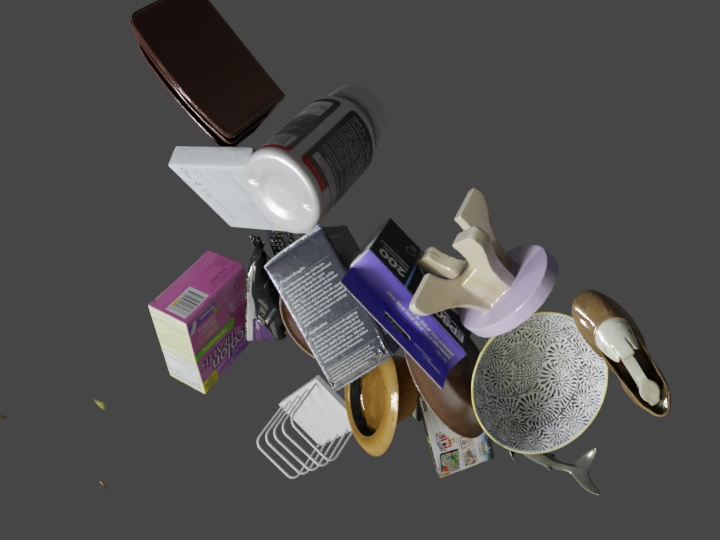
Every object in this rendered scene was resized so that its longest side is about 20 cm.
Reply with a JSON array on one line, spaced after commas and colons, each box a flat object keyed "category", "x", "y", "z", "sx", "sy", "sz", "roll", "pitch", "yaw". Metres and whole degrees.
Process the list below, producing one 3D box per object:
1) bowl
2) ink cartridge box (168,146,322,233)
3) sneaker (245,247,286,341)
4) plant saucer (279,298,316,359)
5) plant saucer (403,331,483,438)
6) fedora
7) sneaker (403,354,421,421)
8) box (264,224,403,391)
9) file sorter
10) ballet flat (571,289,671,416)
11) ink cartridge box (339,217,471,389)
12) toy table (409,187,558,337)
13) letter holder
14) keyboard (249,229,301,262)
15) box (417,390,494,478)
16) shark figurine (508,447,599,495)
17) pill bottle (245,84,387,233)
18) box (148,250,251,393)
[{"category": "bowl", "x": 0.239, "y": 0.145, "z": 0.920, "sx": 0.202, "sy": 0.199, "sz": 0.094, "roll": 52, "pitch": 180, "yaw": -14}, {"category": "ink cartridge box", "x": -0.163, "y": -0.121, "z": 1.000, "sx": 0.195, "sy": 0.042, "sz": 0.200, "roll": 8, "pitch": 159, "yaw": 22}, {"category": "sneaker", "x": -0.165, "y": 0.046, "z": 1.189, "sx": 0.085, "sy": 0.077, "sz": 0.204, "roll": 6, "pitch": 129, "yaw": -3}, {"category": "plant saucer", "x": -0.048, "y": 0.080, "z": 1.133, "sx": 0.195, "sy": 0.037, "sz": 0.205, "roll": 13, "pitch": 125, "yaw": 19}, {"category": "plant saucer", "x": 0.140, "y": 0.144, "z": 0.958, "sx": 0.036, "sy": 0.201, "sz": 0.201, "roll": -35, "pitch": 101, "yaw": 29}, {"category": "fedora", "x": 0.040, "y": 0.202, "z": 1.065, "sx": 0.199, "sy": 0.080, "sz": 0.207, "roll": -176, "pitch": 86, "yaw": -64}, {"category": "sneaker", "x": 0.084, "y": 0.172, "z": 1.116, "sx": 0.081, "sy": 0.070, "sz": 0.204, "roll": 28, "pitch": 133, "yaw": 32}, {"category": "box", "x": -0.029, "y": 0.046, "z": 0.929, "sx": 0.103, "sy": 0.148, "sz": 0.203, "roll": -31, "pitch": 86, "yaw": 13}, {"category": "file sorter", "x": -0.115, "y": 0.345, "z": 1.383, "sx": 0.139, "sy": 0.125, "sz": 0.200, "roll": 44, "pitch": 140, "yaw": -5}, {"category": "ballet flat", "x": 0.348, "y": 0.114, "z": 0.842, "sx": 0.067, "sy": 0.073, "sz": 0.202, "roll": -33, "pitch": 105, "yaw": 13}, {"category": "ink cartridge box", "x": 0.076, "y": 0.036, "z": 0.902, "sx": 0.198, "sy": 0.201, "sz": 0.043, "roll": 46, "pitch": 117, "yaw": -6}, {"category": "toy table", "x": 0.152, "y": -0.001, "z": 0.838, "sx": 0.116, "sy": 0.186, "sz": 0.200, "roll": 33, "pitch": 152, "yaw": -10}, {"category": "letter holder", "x": -0.231, "y": -0.271, "z": 0.915, "sx": 0.201, "sy": 0.143, "sz": 0.100, "roll": 49, "pitch": 139, "yaw": -10}, {"category": "keyboard", "x": -0.139, "y": -0.010, "z": 1.168, "sx": 0.125, "sy": 0.021, "sz": 0.204, "roll": 6, "pitch": 128, "yaw": 35}, {"category": "box", "x": 0.163, "y": 0.262, "z": 1.107, "sx": 0.107, "sy": 0.035, "sz": 0.204, "roll": -18, "pitch": 122, "yaw": -4}, {"category": "shark figurine", "x": 0.273, "y": 0.282, "z": 1.031, "sx": 0.215, "sy": 0.090, "sz": 0.128, "roll": 48, "pitch": 125, "yaw": -1}, {"category": "pill bottle", "x": -0.049, "y": -0.150, "z": 0.831, "sx": 0.112, "sy": 0.201, "sz": 0.116, "roll": 20, "pitch": 137, "yaw": 21}, {"category": "box", "x": -0.304, "y": 0.102, "z": 1.277, "sx": 0.095, "sy": 0.176, "sz": 0.203, "roll": 20, "pitch": 136, "yaw": 22}]
